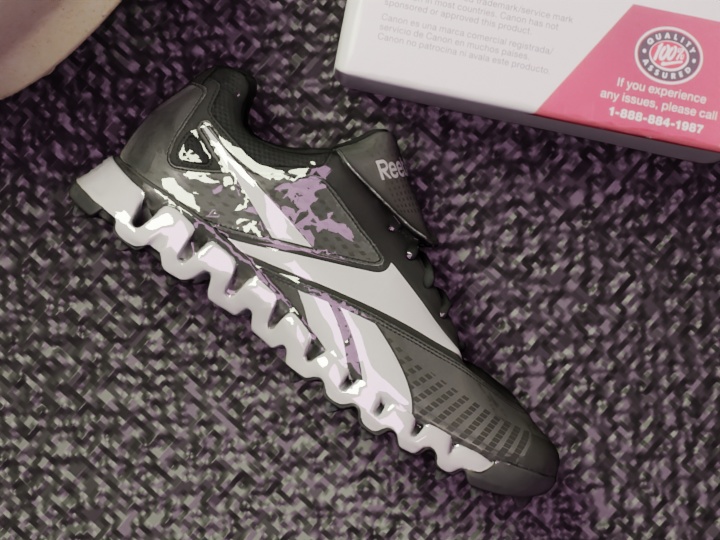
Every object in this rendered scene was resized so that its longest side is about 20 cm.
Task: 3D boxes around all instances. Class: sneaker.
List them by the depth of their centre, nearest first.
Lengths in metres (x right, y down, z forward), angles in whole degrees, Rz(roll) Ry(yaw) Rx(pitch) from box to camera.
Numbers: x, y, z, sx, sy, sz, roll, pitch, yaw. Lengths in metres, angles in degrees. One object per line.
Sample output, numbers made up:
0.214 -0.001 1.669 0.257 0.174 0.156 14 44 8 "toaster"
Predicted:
0.000 0.000 1.040 0.200 0.066 0.091 37 93 3 "sneaker"

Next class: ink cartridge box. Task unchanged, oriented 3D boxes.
0.080 -0.149 1.030 0.145 0.083 0.201 12 90 0 "ink cartridge box"

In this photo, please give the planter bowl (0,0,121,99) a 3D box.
-0.142 -0.142 0.994 0.135 0.200 0.200 40 91 -27 "planter bowl"
